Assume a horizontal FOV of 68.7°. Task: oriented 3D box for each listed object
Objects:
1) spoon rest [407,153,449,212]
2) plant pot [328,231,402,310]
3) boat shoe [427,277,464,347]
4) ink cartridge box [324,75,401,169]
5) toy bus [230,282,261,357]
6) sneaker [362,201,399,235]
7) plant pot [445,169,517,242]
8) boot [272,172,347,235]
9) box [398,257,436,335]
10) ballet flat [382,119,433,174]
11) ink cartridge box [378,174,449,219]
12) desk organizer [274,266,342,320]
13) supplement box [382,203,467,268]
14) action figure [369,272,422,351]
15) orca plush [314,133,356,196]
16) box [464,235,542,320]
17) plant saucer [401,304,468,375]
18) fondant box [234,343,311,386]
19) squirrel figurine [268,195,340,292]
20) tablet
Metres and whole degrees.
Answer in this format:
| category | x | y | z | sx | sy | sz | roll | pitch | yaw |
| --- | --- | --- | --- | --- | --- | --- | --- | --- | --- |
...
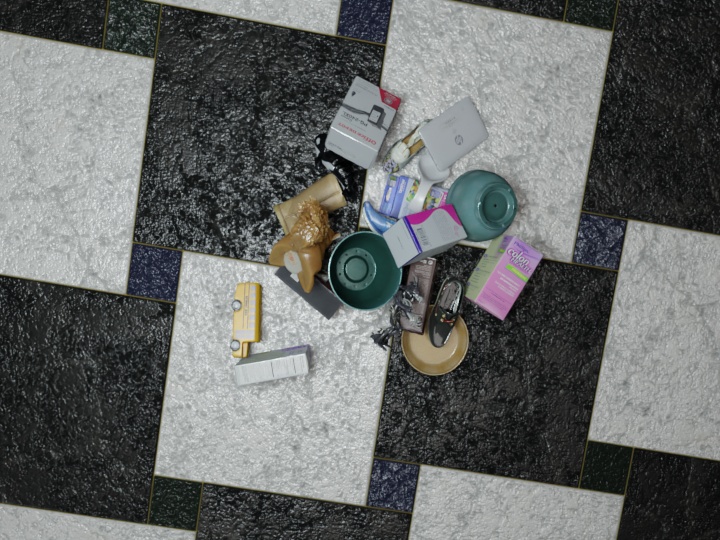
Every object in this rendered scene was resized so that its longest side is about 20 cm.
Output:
| category | x | y | z | sx | sy | sz | roll | pitch | yaw |
| --- | --- | --- | --- | --- | --- | --- | --- | --- | --- |
| spoon rest | 0.186 | -0.249 | 1.446 | 0.098 | 0.061 | 0.203 | 25 | 58 | 1 |
| plant pot | 0.000 | 0.000 | 1.438 | 0.195 | 0.161 | 0.206 | 0 | 91 | -10 |
| boat shoe | 0.239 | 0.120 | 1.478 | 0.072 | 0.063 | 0.206 | 15 | 94 | -5 |
| ink cartridge box | 0.008 | -0.397 | 1.415 | 0.143 | 0.084 | 0.203 | 25 | 63 | -5 |
| toy bus | -0.319 | 0.140 | 1.473 | 0.076 | 0.065 | 0.206 | 0 | 80 | -3 |
| sneaker | 0.082 | -0.120 | 1.469 | 0.089 | 0.079 | 0.200 | -42 | 95 | 8 |
| plant pot | 0.346 | -0.176 | 1.440 | 0.195 | 0.134 | 0.206 | -1 | 97 | -12 |
| boot | -0.127 | -0.152 | 1.480 | 0.196 | 0.066 | 0.178 | -26 | 96 | -2 |
| box | 0.160 | 0.070 | 1.463 | 0.073 | 0.100 | 0.205 | 9 | 80 | 11 |
| ballet flat | 0.136 | -0.352 | 1.471 | 0.199 | 0.072 | 0.072 | -41 | 94 | 2 |
| ink cartridge box | 0.159 | -0.192 | 1.499 | 0.195 | 0.042 | 0.122 | 17 | 93 | -1 |
| desk organizer | -0.136 | 0.039 | 1.479 | 0.199 | 0.077 | 0.072 | 41 | 107 | -4 |
| supplement box | 0.171 | -0.093 | 1.380 | 0.197 | 0.103 | 0.103 | -18 | 78 | -39 |
| action figure | 0.113 | 0.112 | 1.356 | 0.101 | 0.118 | 0.202 | 35 | 96 | 25 |
| orca plush | -0.068 | -0.300 | 1.439 | 0.103 | 0.071 | 0.204 | -9 | 70 | -19 |
| box | 0.382 | 0.015 | 1.451 | 0.095 | 0.176 | 0.203 | 31 | 92 | -3 |
| plant saucer | 0.214 | 0.199 | 1.529 | 0.194 | 0.035 | 0.206 | 0 | 94 | -2 |
| fondant box | -0.238 | 0.260 | 1.465 | 0.195 | 0.144 | 0.060 | -9 | 93 | -1 |
| squirrel figurine | -0.122 | -0.084 | 1.366 | 0.140 | 0.187 | 0.203 | 30 | 129 | 14 |
| tablet | 0.261 | -0.380 | 1.464 | 0.198 | 0.014 | 0.132 | -37 | 103 | -17 |
